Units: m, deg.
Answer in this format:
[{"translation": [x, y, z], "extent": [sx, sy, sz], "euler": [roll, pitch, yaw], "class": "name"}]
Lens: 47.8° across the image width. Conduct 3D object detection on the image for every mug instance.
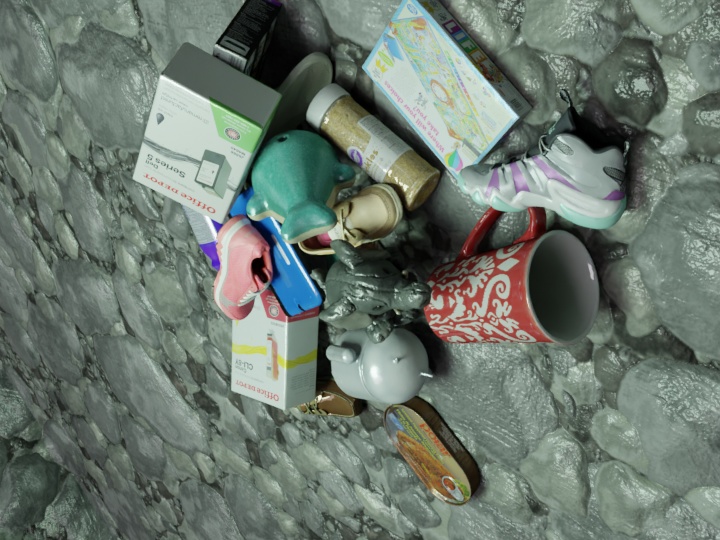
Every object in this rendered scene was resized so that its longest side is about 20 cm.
[{"translation": [0.188, 0.013, 1.036], "extent": [0.132, 0.180, 0.199], "euler": [29, 156, -29], "class": "mug"}]

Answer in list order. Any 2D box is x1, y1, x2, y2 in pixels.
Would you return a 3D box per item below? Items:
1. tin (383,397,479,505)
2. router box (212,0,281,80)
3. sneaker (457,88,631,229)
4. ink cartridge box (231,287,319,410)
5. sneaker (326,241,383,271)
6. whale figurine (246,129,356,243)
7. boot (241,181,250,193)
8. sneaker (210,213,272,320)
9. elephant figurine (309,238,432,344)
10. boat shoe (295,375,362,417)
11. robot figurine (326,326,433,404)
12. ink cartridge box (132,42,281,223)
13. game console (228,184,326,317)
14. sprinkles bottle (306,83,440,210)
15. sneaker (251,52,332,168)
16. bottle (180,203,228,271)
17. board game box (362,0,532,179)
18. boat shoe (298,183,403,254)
[{"translation": [0.118, 0.296, 1.343], "extent": [0.201, 0.042, 0.112], "euler": [52, 145, 4], "class": "tin"}, {"translation": [-0.180, -0.274, 1.163], "extent": [0.050, 0.151, 0.201], "euler": [24, 137, -4], "class": "router box"}, {"translation": [0.208, -0.137, 0.920], "extent": [0.196, 0.078, 0.142], "euler": [12, 122, 20], "class": "sneaker"}, {"translation": [-0.150, 0.123, 1.413], "extent": [0.143, 0.083, 0.204], "euler": [11, 104, 39], "class": "ink cartridge box"}, {"translation": [0.000, 0.000, 1.238], "extent": [0.080, 0.071, 0.202], "euler": [-35, 81, 52], "class": "sneaker"}, {"translation": [-0.084, -0.116, 1.082], "extent": [0.201, 0.156, 0.105], "euler": [-105, -4, -57], "class": "whale figurine"}, {"translation": [-0.245, -0.174, 1.307], "extent": [0.145, 0.072, 0.200], "euler": [49, 176, 12], "class": "boot"}, {"translation": [-0.173, 0.015, 1.225], "extent": [0.086, 0.073, 0.202], "euler": [35, 141, 25], "class": "sneaker"}, {"translation": [0.008, 0.018, 1.062], "extent": [0.143, 0.153, 0.200], "euler": [61, -174, 10], "class": "elephant figurine"}, {"translation": [-0.084, 0.234, 1.476], "extent": [0.198, 0.074, 0.077], "euler": [9, 123, 42], "class": "boat shoe"}, {"translation": [0.030, 0.144, 1.253], "extent": [0.199, 0.167, 0.115], "euler": [-5, 74, 60], "class": "robot figurine"}, {"translation": [-0.211, -0.179, 1.098], "extent": [0.144, 0.085, 0.201], "euler": [26, 137, -7], "class": "ink cartridge box"}, {"translation": [-0.110, -0.045, 1.267], "extent": [0.170, 0.118, 0.202], "euler": [-22, 100, 55], "class": "game console"}, {"translation": [0.016, -0.169, 1.101], "extent": [0.200, 0.068, 0.069], "euler": [42, 139, 15], "class": "sprinkles bottle"}, {"translation": [-0.116, -0.243, 1.168], "extent": [0.201, 0.074, 0.085], "euler": [-49, 51, 27], "class": "sneaker"}, {"translation": [-0.256, -0.067, 1.452], "extent": [0.083, 0.065, 0.203], "euler": [-6, 111, 48], "class": "bottle"}, {"translation": [0.101, -0.227, 1.000], "extent": [0.201, 0.034, 0.135], "euler": [51, 141, 6], "class": "board game box"}, {"translation": [-0.019, -0.060, 1.117], "extent": [0.199, 0.069, 0.075], "euler": [-25, 92, 54], "class": "boat shoe"}]
